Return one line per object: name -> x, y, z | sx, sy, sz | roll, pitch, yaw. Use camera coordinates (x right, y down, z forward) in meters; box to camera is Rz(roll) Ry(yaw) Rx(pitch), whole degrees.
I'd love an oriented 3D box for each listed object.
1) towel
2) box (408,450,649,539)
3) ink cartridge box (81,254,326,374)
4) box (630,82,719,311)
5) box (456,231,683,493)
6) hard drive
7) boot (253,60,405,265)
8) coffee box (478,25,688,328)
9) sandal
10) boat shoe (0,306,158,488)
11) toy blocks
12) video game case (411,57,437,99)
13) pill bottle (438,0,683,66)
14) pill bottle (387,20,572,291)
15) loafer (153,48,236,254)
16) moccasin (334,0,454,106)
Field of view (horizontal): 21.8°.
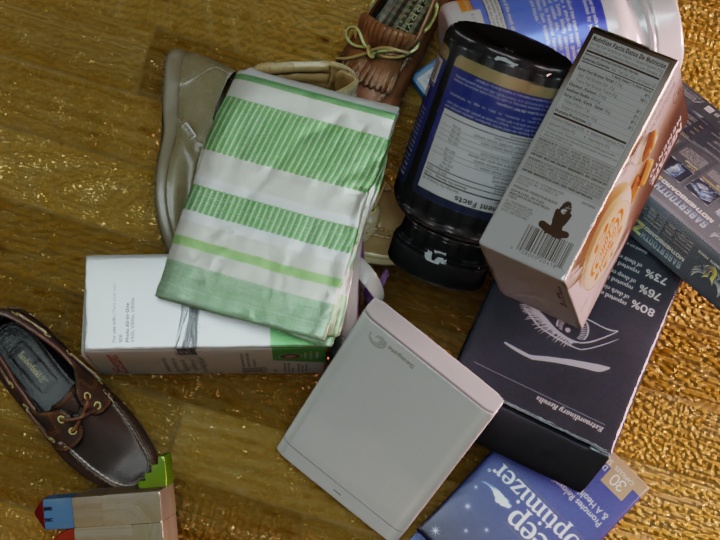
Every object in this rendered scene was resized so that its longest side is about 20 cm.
towel -> -0.063, -0.053, 1.494 | 0.151, 0.023, 0.202 | 15, 80, 9
box -> 0.136, 0.216, 1.597 | 0.121, 0.032, 0.200 | 44, 82, 6
ink cartridge box -> -0.127, 0.038, 1.563 | 0.198, 0.146, 0.085 | -1, 79, -2
box -> 0.286, -0.069, 1.588 | 0.200, 0.051, 0.157 | 41, 46, 21
box -> 0.166, 0.058, 1.570 | 0.147, 0.105, 0.201 | 26, 66, 3
hard drive -> 0.020, 0.127, 1.535 | 0.132, 0.201, 0.027 | 38, 44, 6
boot -> -0.007, -0.093, 1.589 | 0.198, 0.157, 0.073 | 15, 39, 5
coffee box -> 0.179, -0.072, 1.482 | 0.079, 0.114, 0.201 | 24, 76, 20
sandal -> 0.001, 0.004, 1.565 | 0.049, 0.083, 0.204 | -3, 122, -8
boat shoe -> -0.250, 0.112, 1.584 | 0.200, 0.070, 0.070 | 43, 80, 5
toy blocks -> -0.219, 0.259, 1.549 | 0.135, 0.100, 0.202 | -4, 92, 8
video game case -> 0.165, -0.171, 1.680 | 0.199, 0.018, 0.144 | -35, 82, -8
pill bottle -> 0.173, -0.193, 1.618 | 0.198, 0.112, 0.113 | -11, 80, -3
pill bottle -> 0.092, -0.091, 1.524 | 0.111, 0.112, 0.202 | 20, 108, 2
loafer -> -0.140, -0.097, 1.625 | 0.067, 0.076, 0.202 | -1, 79, 4
moccasin -> 0.025, -0.201, 1.644 | 0.073, 0.078, 0.202 | 34, 80, 21
